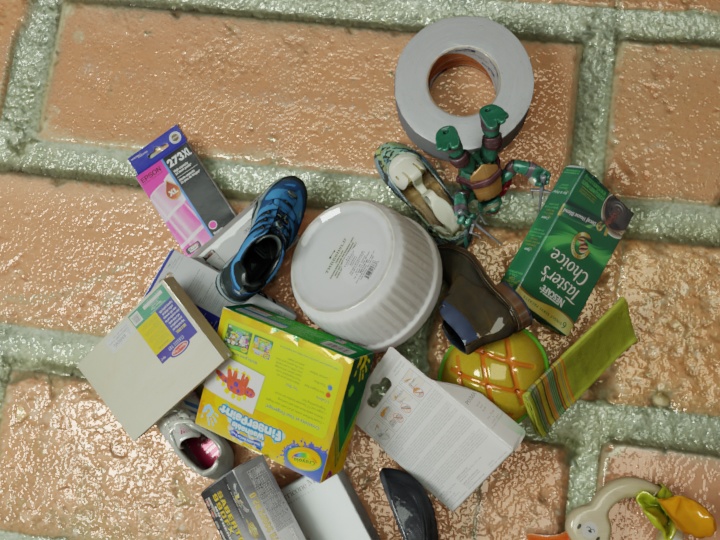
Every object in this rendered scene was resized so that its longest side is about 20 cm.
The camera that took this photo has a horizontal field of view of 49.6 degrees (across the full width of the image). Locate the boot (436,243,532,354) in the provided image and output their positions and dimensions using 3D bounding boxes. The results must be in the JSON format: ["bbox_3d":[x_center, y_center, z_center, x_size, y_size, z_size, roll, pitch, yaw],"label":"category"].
[{"bbox_3d":[0.127,0.034,1.034,0.097,0.075,0.200,-30,38,-16],"label":"boot"}]

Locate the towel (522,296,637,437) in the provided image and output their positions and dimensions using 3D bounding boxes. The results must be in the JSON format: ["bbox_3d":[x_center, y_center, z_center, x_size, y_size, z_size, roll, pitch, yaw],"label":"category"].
[{"bbox_3d":[0.293,0.127,1.027,0.200,0.086,0.018,-40,40,-16],"label":"towel"}]

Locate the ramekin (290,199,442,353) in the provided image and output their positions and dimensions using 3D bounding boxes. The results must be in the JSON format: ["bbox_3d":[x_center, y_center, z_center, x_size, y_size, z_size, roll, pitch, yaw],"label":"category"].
[{"bbox_3d":[0.000,0.000,1.042,0.199,0.105,0.202,-14,61,26],"label":"ramekin"}]

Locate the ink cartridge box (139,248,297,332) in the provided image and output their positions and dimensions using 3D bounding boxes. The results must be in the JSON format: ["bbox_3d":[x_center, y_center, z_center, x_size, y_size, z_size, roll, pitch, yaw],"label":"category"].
[{"bbox_3d":[-0.197,0.054,1.081,0.199,0.039,0.100,31,95,-17],"label":"ink cartridge box"}]

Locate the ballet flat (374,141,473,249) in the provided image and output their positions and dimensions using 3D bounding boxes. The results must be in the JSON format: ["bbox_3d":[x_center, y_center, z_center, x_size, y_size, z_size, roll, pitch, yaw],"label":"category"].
[{"bbox_3d":[0.092,-0.114,1.110,0.074,0.074,0.200,-41,79,-2],"label":"ballet flat"}]

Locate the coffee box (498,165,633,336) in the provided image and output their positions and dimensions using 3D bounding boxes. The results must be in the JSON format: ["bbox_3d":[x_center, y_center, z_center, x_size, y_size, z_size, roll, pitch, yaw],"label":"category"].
[{"bbox_3d":[0.281,-0.025,1.059,0.123,0.044,0.201,34,84,-28],"label":"coffee box"}]

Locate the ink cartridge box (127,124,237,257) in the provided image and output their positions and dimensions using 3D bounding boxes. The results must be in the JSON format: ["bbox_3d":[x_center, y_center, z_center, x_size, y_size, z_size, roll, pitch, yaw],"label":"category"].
[{"bbox_3d":[-0.266,-0.120,1.164,0.094,0.037,0.201,-35,78,-1],"label":"ink cartridge box"}]

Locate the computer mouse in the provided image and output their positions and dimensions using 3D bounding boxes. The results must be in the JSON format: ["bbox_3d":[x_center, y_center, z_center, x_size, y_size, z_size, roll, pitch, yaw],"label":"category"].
[{"bbox_3d":[0.082,0.348,1.019,0.052,0.139,0.201,-22,67,-1],"label":"computer mouse"}]

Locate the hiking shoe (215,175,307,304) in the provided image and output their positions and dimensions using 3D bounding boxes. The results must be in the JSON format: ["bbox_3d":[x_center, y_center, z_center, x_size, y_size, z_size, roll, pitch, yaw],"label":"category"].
[{"bbox_3d":[-0.115,-0.044,1.041,0.074,0.087,0.201,33,68,-22],"label":"hiking shoe"}]

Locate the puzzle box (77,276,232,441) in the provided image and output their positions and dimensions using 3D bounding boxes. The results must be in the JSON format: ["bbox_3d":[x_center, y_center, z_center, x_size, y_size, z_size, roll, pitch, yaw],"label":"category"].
[{"bbox_3d":[-0.275,0.119,1.032,0.200,0.025,0.133,-40,85,22],"label":"puzzle box"}]

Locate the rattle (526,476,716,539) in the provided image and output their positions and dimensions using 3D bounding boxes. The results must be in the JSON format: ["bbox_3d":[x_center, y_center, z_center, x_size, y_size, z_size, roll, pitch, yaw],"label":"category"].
[{"bbox_3d":[0.324,0.343,0.983,0.198,0.143,0.131,-7,99,-2],"label":"rattle"}]

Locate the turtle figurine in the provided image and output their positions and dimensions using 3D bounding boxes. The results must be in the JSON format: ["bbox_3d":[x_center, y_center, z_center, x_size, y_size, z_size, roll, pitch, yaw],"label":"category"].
[{"bbox_3d":[0.172,-0.123,1.061,0.149,0.200,0.101,-40,45,-10],"label":"turtle figurine"}]

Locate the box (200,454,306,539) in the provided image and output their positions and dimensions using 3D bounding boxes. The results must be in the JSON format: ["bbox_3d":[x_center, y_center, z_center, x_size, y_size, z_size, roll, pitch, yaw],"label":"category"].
[{"bbox_3d":[-0.126,0.355,1.015,0.048,0.158,0.201,-22,78,-34],"label":"box"}]

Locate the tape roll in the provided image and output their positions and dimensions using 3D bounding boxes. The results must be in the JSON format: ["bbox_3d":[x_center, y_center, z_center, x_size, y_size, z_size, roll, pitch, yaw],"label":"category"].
[{"bbox_3d":[0.148,-0.262,1.128,0.198,0.066,0.202,-1,81,5],"label":"tape roll"}]

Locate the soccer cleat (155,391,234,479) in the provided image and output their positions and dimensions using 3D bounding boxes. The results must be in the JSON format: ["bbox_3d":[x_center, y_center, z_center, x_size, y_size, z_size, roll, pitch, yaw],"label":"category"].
[{"bbox_3d":[-0.249,0.206,1.083,0.070,0.086,0.200,-45,78,-3],"label":"soccer cleat"}]

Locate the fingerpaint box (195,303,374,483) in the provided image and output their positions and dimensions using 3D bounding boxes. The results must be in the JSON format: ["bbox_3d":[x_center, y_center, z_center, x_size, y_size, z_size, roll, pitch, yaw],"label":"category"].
[{"bbox_3d":[-0.100,0.154,1.016,0.199,0.073,0.168,18,99,23],"label":"fingerpaint box"}]

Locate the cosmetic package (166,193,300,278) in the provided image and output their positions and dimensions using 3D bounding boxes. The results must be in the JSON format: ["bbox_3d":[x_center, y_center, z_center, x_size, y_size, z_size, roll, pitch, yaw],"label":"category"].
[{"bbox_3d":[-0.188,-0.011,1.116,0.200,0.051,0.083,-42,109,-1],"label":"cosmetic package"}]

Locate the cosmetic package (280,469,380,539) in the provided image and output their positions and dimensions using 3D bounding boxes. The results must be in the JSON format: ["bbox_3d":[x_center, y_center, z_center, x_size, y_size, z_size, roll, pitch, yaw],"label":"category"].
[{"bbox_3d":[-0.030,0.366,1.045,0.101,0.071,0.201,-30,79,0],"label":"cosmetic package"}]

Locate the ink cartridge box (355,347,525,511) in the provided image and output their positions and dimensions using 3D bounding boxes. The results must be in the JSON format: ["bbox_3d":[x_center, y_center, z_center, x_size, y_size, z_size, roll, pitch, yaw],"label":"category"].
[{"bbox_3d":[0.092,0.201,1.025,0.200,0.050,0.161,41,130,11],"label":"ink cartridge box"}]

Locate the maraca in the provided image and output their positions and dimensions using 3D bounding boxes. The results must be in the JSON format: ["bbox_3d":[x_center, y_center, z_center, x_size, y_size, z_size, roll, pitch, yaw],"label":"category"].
[{"bbox_3d":[0.162,0.156,1.044,0.200,0.107,0.137,-46,77,16],"label":"maraca"}]
